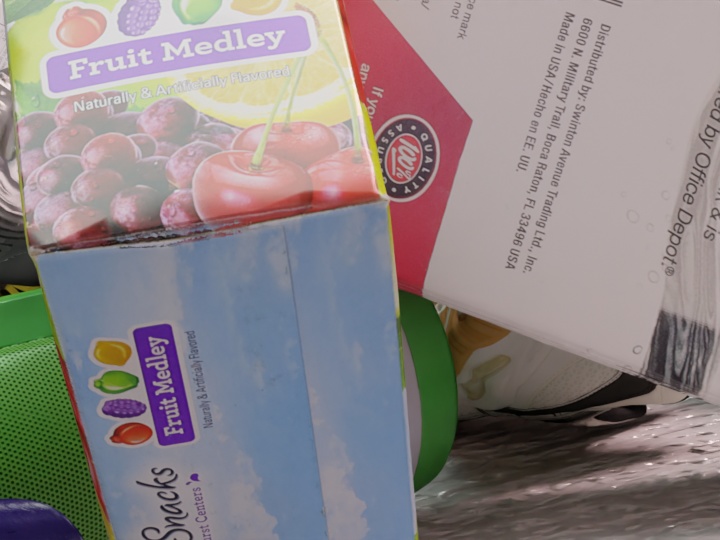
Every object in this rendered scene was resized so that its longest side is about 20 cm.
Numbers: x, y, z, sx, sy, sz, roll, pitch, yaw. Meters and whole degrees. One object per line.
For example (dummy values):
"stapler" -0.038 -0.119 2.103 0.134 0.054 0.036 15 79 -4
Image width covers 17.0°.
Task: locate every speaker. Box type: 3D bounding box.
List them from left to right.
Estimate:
"speaker" -0.075 0.047 0.650 0.200 0.089 0.088 -13 7 -29

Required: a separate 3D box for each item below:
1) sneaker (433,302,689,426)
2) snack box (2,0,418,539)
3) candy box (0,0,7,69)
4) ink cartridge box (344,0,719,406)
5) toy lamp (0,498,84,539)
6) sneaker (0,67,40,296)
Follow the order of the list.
"sneaker" 0.058 0.026 0.800 0.088 0.076 0.200 16 -2 -6
"snack box" -0.035 -0.033 0.517 0.068 0.200 0.169 -9 -39 -2
"candy box" -0.113 -0.049 1.020 0.200 0.072 0.168 26 -4 31
"ink cartridge box" 0.097 -0.046 0.638 0.200 0.145 0.084 20 12 13
"toy lamp" -0.132 0.089 0.486 0.058 0.058 0.200 -5 8 37
"sneaker" -0.092 -0.012 0.749 0.085 0.074 0.200 -52 -3 13
